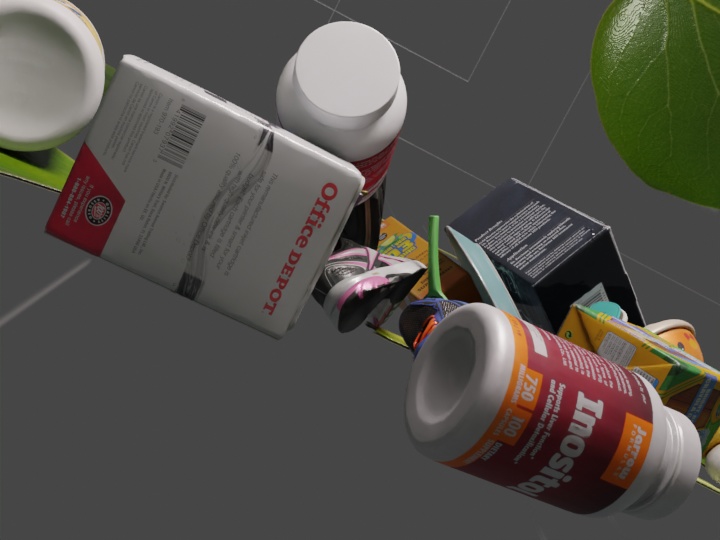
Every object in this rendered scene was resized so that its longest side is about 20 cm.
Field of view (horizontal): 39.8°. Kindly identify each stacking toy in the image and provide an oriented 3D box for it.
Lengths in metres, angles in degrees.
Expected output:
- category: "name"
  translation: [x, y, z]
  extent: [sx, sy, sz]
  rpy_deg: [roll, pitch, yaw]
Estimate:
- category: "stacking toy"
  translation: [0.383, 0.169, 1.161]
  extent: [0.146, 0.146, 0.200]
  rpy_deg: [18, 30, -49]

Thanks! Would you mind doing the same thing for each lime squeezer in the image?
- category: "lime squeezer"
  translation: [0.092, 0.046, 0.995]
  extent: [0.038, 0.071, 0.200]
  rpy_deg: [20, -39, 57]

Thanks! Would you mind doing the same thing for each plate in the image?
- category: "plate"
  translation: [0.150, 0.035, 1.102]
  extent: [0.200, 0.026, 0.200]
  rpy_deg: [62, 1, -3]

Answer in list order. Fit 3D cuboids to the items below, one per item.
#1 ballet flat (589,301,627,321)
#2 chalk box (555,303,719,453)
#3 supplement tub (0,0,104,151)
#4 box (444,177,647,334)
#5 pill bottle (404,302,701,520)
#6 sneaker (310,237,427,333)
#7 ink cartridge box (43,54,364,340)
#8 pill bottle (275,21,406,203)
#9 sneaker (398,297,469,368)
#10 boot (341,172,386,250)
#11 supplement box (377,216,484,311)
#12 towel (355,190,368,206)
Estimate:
- category: "ballet flat"
  translation: [0.249, 0.110, 1.103]
  extent: [0.069, 0.070, 0.200]
  rpy_deg: [30, 43, 15]
- category: "chalk box"
  translation: [0.274, 0.127, 0.973]
  extent: [0.200, 0.125, 0.124]
  rpy_deg: [17, 13, -46]
- category: "supplement tub"
  translation: [-0.329, -0.204, 0.993]
  extent: [0.145, 0.145, 0.200]
  rpy_deg: [24, 9, -20]
- category: "box"
  translation: [0.235, 0.017, 1.255]
  extent: [0.197, 0.124, 0.200]
  rpy_deg: [42, -15, 55]
- category: "pill bottle"
  translation: [0.140, 0.108, 0.709]
  extent: [0.200, 0.113, 0.113]
  rpy_deg: [24, 9, -22]
- category: "sneaker"
  translation: [0.000, 0.000, 0.975]
  extent: [0.086, 0.080, 0.200]
  rpy_deg: [43, 11, 13]
- category: "ink cartridge box"
  translation: [-0.118, -0.057, 0.775]
  extent: [0.200, 0.145, 0.083]
  rpy_deg: [26, 8, -11]
- category: "pill bottle"
  translation: [-0.019, -0.134, 0.881]
  extent: [0.112, 0.112, 0.200]
  rpy_deg: [28, -15, 2]
- category: "sneaker"
  translation: [0.079, 0.070, 0.889]
  extent: [0.078, 0.075, 0.200]
  rpy_deg: [20, 10, -26]
- category: "boot"
  translation: [-0.046, -0.060, 1.077]
  extent: [0.138, 0.078, 0.200]
  rpy_deg: [9, -22, -1]
- category: "supplement box"
  translation: [0.064, 0.007, 1.158]
  extent: [0.069, 0.066, 0.200]
  rpy_deg: [61, -12, -30]
- category: "towel"
  translation: [-0.102, -0.062, 0.891]
  extent: [0.200, 0.023, 0.144]
  rpy_deg: [6, -9, -8]
